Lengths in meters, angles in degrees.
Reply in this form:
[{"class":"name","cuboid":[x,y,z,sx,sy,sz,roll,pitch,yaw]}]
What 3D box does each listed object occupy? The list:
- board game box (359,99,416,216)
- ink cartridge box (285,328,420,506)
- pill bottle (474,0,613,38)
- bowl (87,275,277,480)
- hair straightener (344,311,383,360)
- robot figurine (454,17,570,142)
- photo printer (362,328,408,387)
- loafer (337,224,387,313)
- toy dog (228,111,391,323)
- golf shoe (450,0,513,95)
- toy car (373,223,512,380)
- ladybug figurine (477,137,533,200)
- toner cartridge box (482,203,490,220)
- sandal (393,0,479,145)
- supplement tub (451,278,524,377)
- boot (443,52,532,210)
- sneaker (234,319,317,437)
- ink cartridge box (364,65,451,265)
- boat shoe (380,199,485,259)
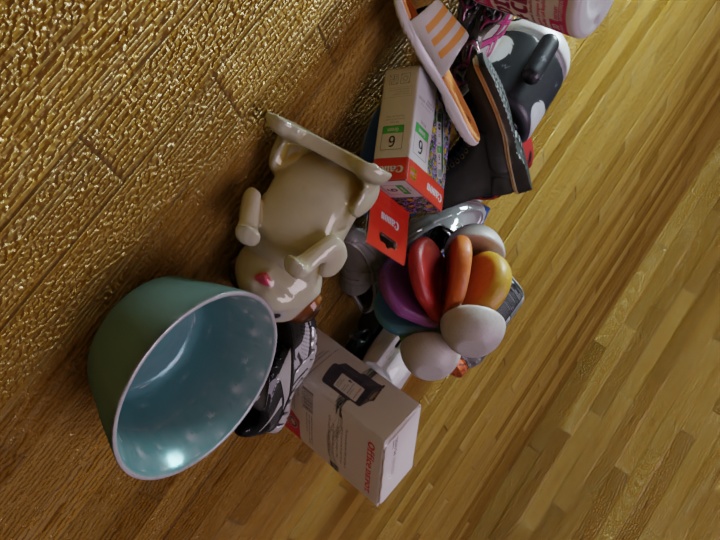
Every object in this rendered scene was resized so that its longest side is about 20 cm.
[{"class":"board game box","cuboid":[0.043,-0.153,0.898,0.198,0.038,0.163,-7,113,-56]},{"class":"ink cartridge box","cuboid":[-0.019,0.200,0.959,0.084,0.198,0.147,-35,144,-35]},{"class":"pill bottle","cuboid":[0.183,-0.346,0.774,0.113,0.198,0.115,-37,145,-32]},{"class":"bowl","cuboid":[-0.185,0.087,0.683,0.200,0.104,0.204,-38,146,-32]},{"class":"hair straightener","cuboid":[-0.008,0.105,1.069,0.203,0.041,0.077,-58,152,6]},{"class":"robot figurine","cuboid":[0.213,-0.263,0.982,0.202,0.148,0.125,-55,138,-14]},{"class":"photo printer","cuboid":[0.048,0.145,1.090,0.167,0.069,0.202,-48,167,-40]},{"class":"loafer","cuboid":[0.000,0.000,0.940,0.071,0.069,0.201,-60,153,-15]},{"class":"toy dog","cuboid":[-0.072,-0.044,0.743,0.194,0.137,0.204,-97,-147,-81]},{"class":"golf shoe","cuboid":[0.153,-0.319,0.900,0.203,0.072,0.092,-59,172,11]},{"class":"toy car","cuboid":[0.094,0.028,0.902,0.199,0.148,0.179,-38,-145,44]},{"class":"ladybug figurine","cuboid":[0.219,-0.167,1.102,0.199,0.072,0.137,-32,162,-49]},{"class":"toner cartridge box","cuboid":[0.139,-0.025,1.146,0.094,0.043,0.204,5,113,-56]},{"class":"sandal","cuboid":[0.102,-0.244,0.789,0.209,0.058,0.080,55,22,-24]},{"class":"supplement tub","cuboid":[0.211,0.093,1.316,0.201,0.121,0.123,-50,150,-15]},{"class":"boot","cuboid":[0.134,-0.164,0.896,0.079,0.135,0.202,-80,150,-49]},{"class":"sneaker","cuboid":[-0.114,0.134,0.882,0.090,0.066,0.204,-13,129,-56]},{"class":"ink cartridge box","cuboid":[0.060,-0.118,0.809,0.108,0.049,0.206,26,68,-58]},{"class":"boat shoe","cuboid":[0.117,-0.056,1.025,0.196,0.068,0.074,-14,122,-29]}]
